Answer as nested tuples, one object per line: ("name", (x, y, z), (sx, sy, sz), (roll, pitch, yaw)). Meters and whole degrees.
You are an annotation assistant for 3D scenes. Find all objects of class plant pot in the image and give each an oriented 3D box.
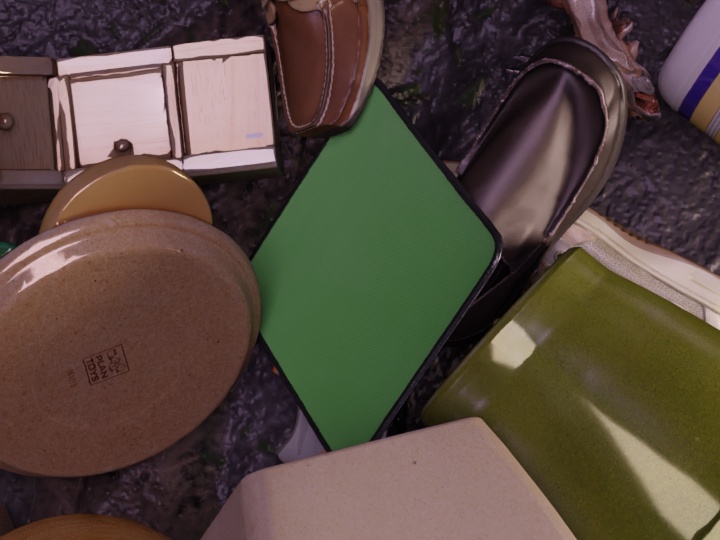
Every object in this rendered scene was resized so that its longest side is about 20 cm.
("plant pot", (0.013, 0.190, 1.398), (0.199, 0.200, 0.177), (-13, 71, -20))
("plant pot", (0.142, 0.096, 1.466), (0.193, 0.200, 0.200), (42, 89, 4))

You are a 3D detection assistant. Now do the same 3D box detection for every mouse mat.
("mouse mat", (0.000, 0.000, 1.501), (0.008, 0.200, 0.161), (22, 111, -33))

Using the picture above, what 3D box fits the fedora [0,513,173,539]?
("fedora", (-0.159, 0.233, 1.472), (0.200, 0.082, 0.201), (3, 78, -14))

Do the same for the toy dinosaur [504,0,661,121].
("toy dinosaur", (0.114, -0.183, 1.558), (0.086, 0.136, 0.200), (-10, 53, 8))

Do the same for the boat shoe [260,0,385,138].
("boat shoe", (-0.035, -0.177, 1.563), (0.074, 0.076, 0.201), (10, 72, -37))

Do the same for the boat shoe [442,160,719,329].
("boat shoe", (0.123, 0.000, 1.549), (0.200, 0.072, 0.065), (27, 86, 1))

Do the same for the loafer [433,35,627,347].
("loafer", (0.082, -0.034, 1.482), (0.073, 0.071, 0.200), (30, 113, 11))

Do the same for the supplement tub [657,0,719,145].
("supplement tub", (0.282, -0.097, 1.507), (0.200, 0.145, 0.145), (39, 88, 7))

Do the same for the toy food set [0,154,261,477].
("toy food set", (-0.151, 0.038, 1.516), (0.198, 0.200, 0.049), (-32, 47, 1))

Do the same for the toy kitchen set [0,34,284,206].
("toy kitchen set", (-0.149, -0.049, 1.519), (0.199, 0.180, 0.164), (-7, 85, 4))

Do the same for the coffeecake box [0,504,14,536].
("coffeecake box", (-0.274, 0.242, 1.552), (0.200, 0.073, 0.154), (-22, 86, 2))

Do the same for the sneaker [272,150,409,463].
("sneaker", (-0.010, 0.025, 1.556), (0.079, 0.074, 0.201), (4, 84, 11))
